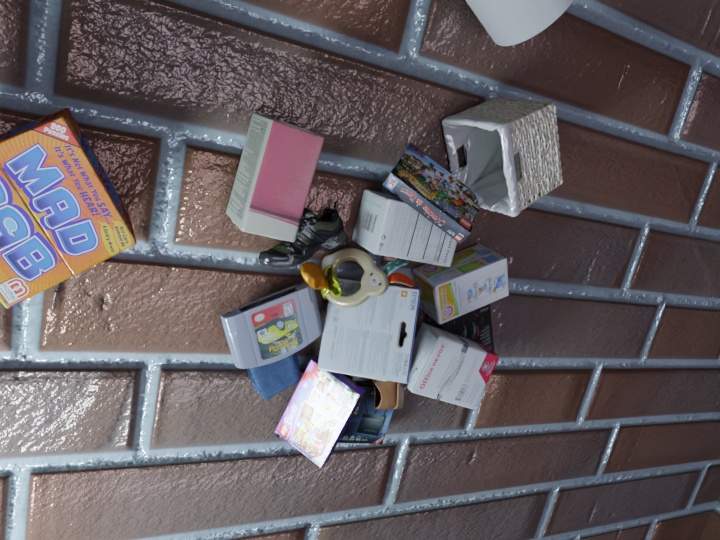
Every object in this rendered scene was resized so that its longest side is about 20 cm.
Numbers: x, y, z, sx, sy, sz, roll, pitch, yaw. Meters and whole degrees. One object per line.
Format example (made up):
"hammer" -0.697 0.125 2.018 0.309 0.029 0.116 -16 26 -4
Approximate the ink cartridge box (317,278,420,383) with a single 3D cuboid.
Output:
"ink cartridge box" 0.020 0.126 1.169 0.197 0.043 0.200 8 80 11

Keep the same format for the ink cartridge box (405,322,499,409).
"ink cartridge box" 0.204 0.224 1.290 0.198 0.083 0.147 21 99 -29

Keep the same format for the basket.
"basket" 0.304 -0.251 1.189 0.160 0.199 0.200 -28 119 -21

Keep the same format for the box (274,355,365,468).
"box" -0.091 0.312 1.223 0.202 0.136 0.039 -62 163 14

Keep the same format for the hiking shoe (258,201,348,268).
"hiking shoe" -0.123 -0.074 1.117 0.198 0.075 0.102 -23 110 -28

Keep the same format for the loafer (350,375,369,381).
"loafer" 0.059 0.244 1.311 0.197 0.071 0.070 11 147 -25

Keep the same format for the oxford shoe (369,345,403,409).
"oxford shoe" 0.055 0.217 1.231 0.070 0.071 0.203 -5 98 -17

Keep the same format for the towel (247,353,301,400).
"towel" -0.196 0.166 1.174 0.111 0.048 0.203 -23 116 -22

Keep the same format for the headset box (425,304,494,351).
"headset box" 0.252 0.162 1.382 0.147 0.075 0.203 -20 116 -18

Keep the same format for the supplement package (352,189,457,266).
"supplement package" 0.102 -0.091 1.189 0.198 0.117 0.119 9 102 -29

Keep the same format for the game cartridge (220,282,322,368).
"game cartridge" -0.173 0.116 1.122 0.198 0.041 0.135 -22 120 -24

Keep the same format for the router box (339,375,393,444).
"router box" -0.017 0.330 1.317 0.198 0.062 0.152 11 102 -29

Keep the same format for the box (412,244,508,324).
"box" 0.235 0.029 1.303 0.198 0.112 0.103 -20 118 -18

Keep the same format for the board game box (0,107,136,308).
"board game box" -0.487 -0.106 0.837 0.198 0.200 0.202 -30 119 -15

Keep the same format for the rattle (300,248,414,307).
"rattle" 0.000 0.000 1.111 0.143 0.197 0.132 66 32 -55

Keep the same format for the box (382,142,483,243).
"box" 0.154 -0.162 1.139 0.199 0.137 0.038 36 133 -5

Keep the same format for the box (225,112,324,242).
"box" -0.160 -0.172 1.020 0.108 0.128 0.203 11 104 -30

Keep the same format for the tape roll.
"tape roll" 0.306 -0.564 1.068 0.139 0.202 0.204 38 89 -33
